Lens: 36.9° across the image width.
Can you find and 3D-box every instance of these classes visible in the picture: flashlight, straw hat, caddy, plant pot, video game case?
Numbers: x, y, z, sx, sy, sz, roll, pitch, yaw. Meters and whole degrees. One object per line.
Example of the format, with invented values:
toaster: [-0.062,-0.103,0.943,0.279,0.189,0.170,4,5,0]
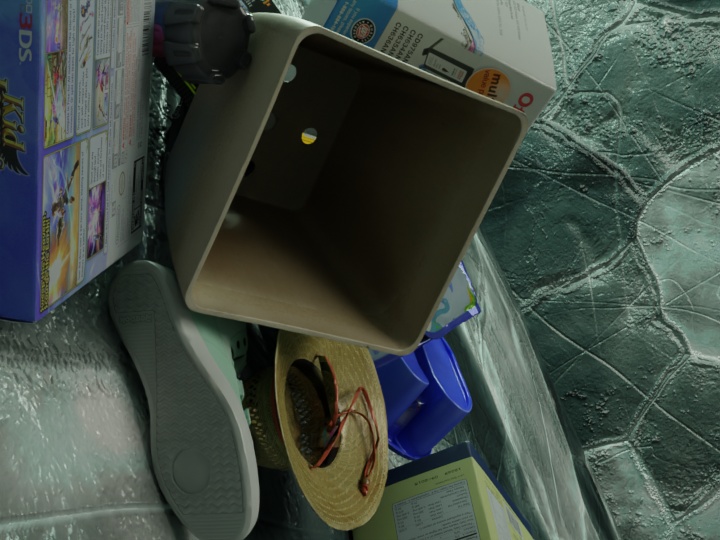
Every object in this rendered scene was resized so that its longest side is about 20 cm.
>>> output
flashlight: [-0.146,-0.160,0.765,0.200,0.068,0.068,19,-28,52]
straw hat: [-0.055,0.116,0.851,0.201,0.085,0.202,-12,90,-68]
caddy: [0.034,0.117,1.177,0.141,0.105,0.200,36,20,-29]
plant pot: [-0.035,-0.081,0.795,0.199,0.201,0.177,15,19,-35]
video game case: [-0.172,-0.093,0.635,0.181,0.045,0.201,-67,164,-73]

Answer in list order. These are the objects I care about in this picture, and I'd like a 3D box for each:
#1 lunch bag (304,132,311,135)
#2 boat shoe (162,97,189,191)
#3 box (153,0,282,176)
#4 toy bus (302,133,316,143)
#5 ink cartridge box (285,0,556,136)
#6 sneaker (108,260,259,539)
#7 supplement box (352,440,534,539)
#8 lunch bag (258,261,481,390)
lunch bag: [-0.030,-0.166,1.336,0.164,0.117,0.201,42,24,-57]
boat shoe: [-0.141,-0.124,0.965,0.075,0.062,0.201,41,29,-31]
box: [-0.118,-0.203,0.966,0.193,0.047,0.200,50,27,-13]
toy bus: [-0.004,-0.095,1.200,0.199,0.065,0.078,14,20,-23]
ink cartridge box: [0.050,-0.184,0.954,0.199,0.147,0.145,23,38,-15]
sneaker: [-0.097,0.090,0.755,0.118,0.074,0.201,17,49,-65]
supplement box: [0.096,0.312,1.031,0.200,0.134,0.200,54,18,-44]
lunch bag: [0.000,0.000,0.985,0.171,0.199,0.127,68,-22,-3]
